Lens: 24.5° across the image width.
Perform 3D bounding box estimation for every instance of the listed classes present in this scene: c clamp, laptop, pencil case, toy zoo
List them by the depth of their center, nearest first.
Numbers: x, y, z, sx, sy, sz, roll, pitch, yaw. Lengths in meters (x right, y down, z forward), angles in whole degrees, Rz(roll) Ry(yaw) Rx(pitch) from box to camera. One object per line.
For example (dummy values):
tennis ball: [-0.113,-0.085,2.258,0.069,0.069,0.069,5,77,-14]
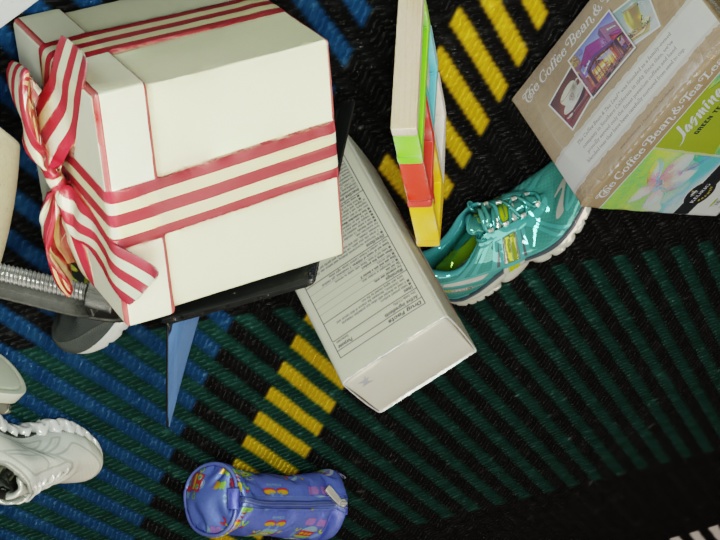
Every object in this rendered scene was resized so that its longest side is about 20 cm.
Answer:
c clamp: [-0.244,0.006,1.205,0.199,0.027,0.171,12,171,3]
laptop: [-0.078,-0.005,1.262,0.199,0.188,0.116,-15,133,27]
toy zoo: [0.049,-0.109,1.308,0.020,0.132,0.200,-1,150,9]
pencil case: [-0.093,0.246,1.763,0.087,0.079,0.199,-14,163,38]

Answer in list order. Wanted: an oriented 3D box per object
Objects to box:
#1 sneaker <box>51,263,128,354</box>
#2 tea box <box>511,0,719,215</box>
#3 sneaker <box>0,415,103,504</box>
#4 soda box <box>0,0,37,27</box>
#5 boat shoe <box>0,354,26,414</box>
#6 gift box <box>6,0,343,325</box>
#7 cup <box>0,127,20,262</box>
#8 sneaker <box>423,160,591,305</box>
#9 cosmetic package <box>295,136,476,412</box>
sneaker: [-0.206,-0.019,1.292,0.084,0.075,0.200,8,125,-39]
tea box: [0.275,-0.162,1.411,0.196,0.134,0.200,2,138,-41]
sneaker: [-0.301,0.175,1.482,0.075,0.081,0.200,-43,149,19]
soda box: [-0.208,-0.208,1.000,0.200,0.064,0.068,-35,148,8]
boat shoe: [-0.353,0.090,1.318,0.060,0.072,0.201,-44,151,16]
gift box: [-0.125,-0.085,1.091,0.186,0.200,0.186,-17,117,-21]
cup: [-0.299,-0.053,1.059,0.144,0.200,0.200,-53,149,-5]
sneaker: [0.135,-0.039,1.541,0.200,0.078,0.080,-41,139,19]
cosmetic package: [0.000,0.000,1.352,0.103,0.201,0.087,-31,150,8]
